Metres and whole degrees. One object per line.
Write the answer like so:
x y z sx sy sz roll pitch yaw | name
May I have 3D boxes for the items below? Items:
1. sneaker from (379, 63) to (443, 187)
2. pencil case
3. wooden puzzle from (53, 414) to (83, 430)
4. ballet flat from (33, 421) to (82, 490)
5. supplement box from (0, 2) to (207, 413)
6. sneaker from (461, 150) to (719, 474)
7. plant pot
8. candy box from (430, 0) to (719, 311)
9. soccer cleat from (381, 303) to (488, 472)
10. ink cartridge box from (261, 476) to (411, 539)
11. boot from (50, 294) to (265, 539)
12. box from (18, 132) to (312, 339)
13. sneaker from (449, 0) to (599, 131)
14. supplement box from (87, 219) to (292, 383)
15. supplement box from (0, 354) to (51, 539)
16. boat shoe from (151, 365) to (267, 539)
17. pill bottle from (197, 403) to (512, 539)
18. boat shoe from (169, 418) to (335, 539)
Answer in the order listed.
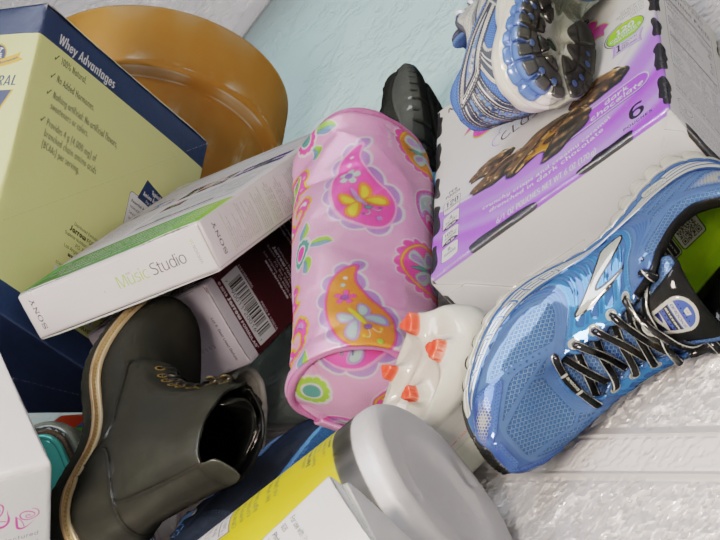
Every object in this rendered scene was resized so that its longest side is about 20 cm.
0.019 -0.068 1.492 0.082 0.073 0.200 -27 26 16 | sneaker
0.000 0.000 1.308 0.087 0.087 0.200 -33 37 28 | pencil case
-0.235 0.136 1.485 0.200 0.046 0.185 -10 14 26 | wooden puzzle
-0.151 0.183 1.328 0.067 0.064 0.200 -22 72 19 | ballet flat
-0.221 -0.034 1.489 0.134 0.200 0.200 -2 65 29 | supplement box
0.130 0.021 1.144 0.200 0.079 0.089 -48 19 -7 | sneaker
-0.164 -0.062 1.696 0.200 0.200 0.183 -26 45 41 | plant pot
0.125 -0.068 1.317 0.168 0.072 0.200 -37 23 22 | candy box
0.023 0.108 1.212 0.200 0.078 0.069 -59 37 18 | soccer cleat
-0.026 0.213 0.995 0.200 0.146 0.084 -45 21 1 | ink cartridge box
-0.093 0.072 1.279 0.138 0.077 0.200 -33 33 36 | boot
-0.100 -0.027 1.409 0.144 0.036 0.200 -20 9 32 | box
0.092 -0.155 1.336 0.085 0.077 0.200 -32 24 37 | sneaker
-0.075 0.004 1.487 0.109 0.061 0.200 -23 13 36 | supplement box
-0.231 0.148 1.251 0.101 0.200 0.103 -12 48 -21 | supplement box
-0.088 0.126 1.371 0.066 0.072 0.200 -35 19 22 | boat shoe
-0.031 0.166 1.130 0.200 0.114 0.114 -40 22 16 | pill bottle
-0.068 0.162 1.274 0.200 0.084 0.069 -39 16 -32 | boat shoe
